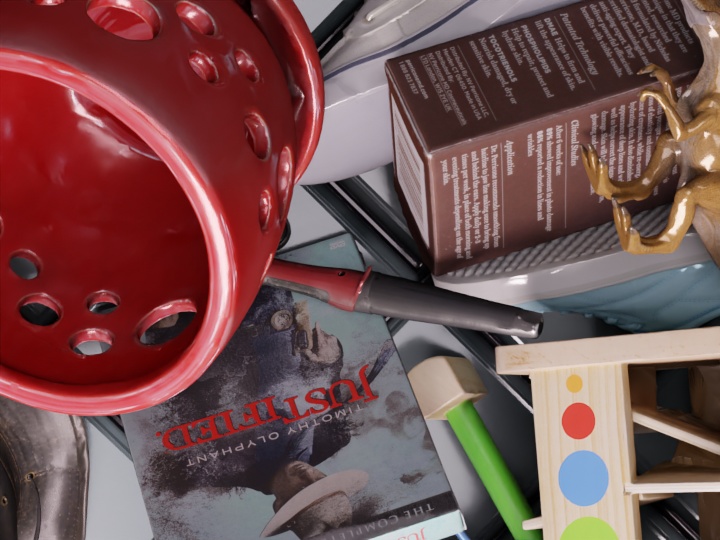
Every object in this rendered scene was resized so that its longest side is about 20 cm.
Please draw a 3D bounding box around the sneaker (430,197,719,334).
[{"bbox_3d":[0.139,0.008,1.317,0.199,0.074,0.082,-8,119,7],"label":"sneaker"}]

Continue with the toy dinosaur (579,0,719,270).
[{"bbox_3d":[0.168,-0.039,1.221,0.106,0.060,0.201,-18,121,-10],"label":"toy dinosaur"}]

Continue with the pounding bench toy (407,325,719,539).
[{"bbox_3d":[0.122,0.115,1.281,0.199,0.124,0.157,-6,85,28],"label":"pounding bench toy"}]

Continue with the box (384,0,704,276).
[{"bbox_3d":[0.116,-0.079,1.276,0.199,0.100,0.075,-16,53,-8],"label":"box"}]

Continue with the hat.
[{"bbox_3d":[-0.221,0.127,1.255,0.200,0.081,0.201,-5,117,-9],"label":"hat"}]

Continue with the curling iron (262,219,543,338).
[{"bbox_3d":[0.000,0.000,1.276,0.200,0.026,0.050,18,80,26],"label":"curling iron"}]

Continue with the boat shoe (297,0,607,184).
[{"bbox_3d":[0.029,-0.118,1.299,0.200,0.071,0.070,-33,54,15],"label":"boat shoe"}]

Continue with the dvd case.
[{"bbox_3d":[-0.045,0.073,1.255,0.146,0.200,0.022,-17,137,-4],"label":"dvd case"}]

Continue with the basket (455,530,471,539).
[{"bbox_3d":[0.007,0.202,1.284,0.176,0.139,0.200,-45,106,-1],"label":"basket"}]

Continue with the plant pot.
[{"bbox_3d":[-0.119,-0.060,1.204,0.200,0.183,0.201,12,126,17],"label":"plant pot"}]
